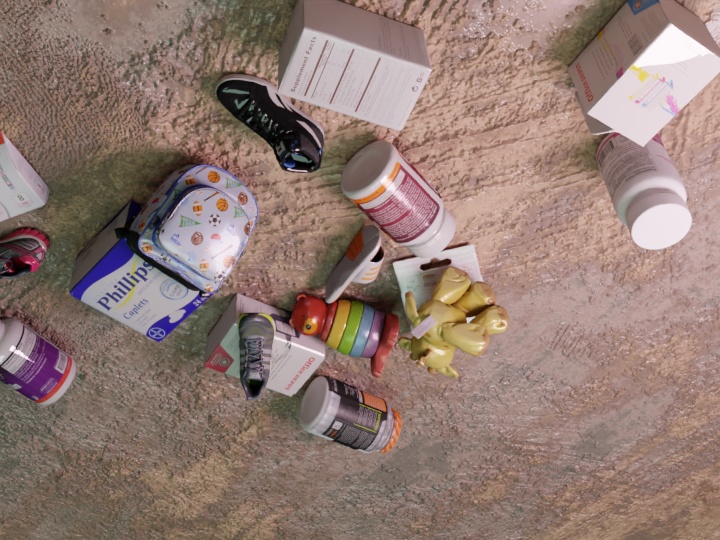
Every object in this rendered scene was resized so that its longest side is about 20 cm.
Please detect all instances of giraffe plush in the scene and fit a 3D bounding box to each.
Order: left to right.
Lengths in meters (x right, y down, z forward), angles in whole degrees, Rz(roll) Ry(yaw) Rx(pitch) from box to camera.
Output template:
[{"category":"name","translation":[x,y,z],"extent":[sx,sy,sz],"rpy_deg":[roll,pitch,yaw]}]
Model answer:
[{"category":"giraffe plush","translation":[0.155,0.118,1.664],"extent":[0.199,0.173,0.163],"rpy_deg":[-20,150,-24]}]

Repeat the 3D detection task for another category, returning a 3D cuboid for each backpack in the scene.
[{"category":"backpack","translation":[-0.265,-0.078,1.480],"extent":[0.200,0.192,0.153],"rpy_deg":[37,161,-32]}]

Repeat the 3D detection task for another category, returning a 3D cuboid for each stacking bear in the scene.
[{"category":"stacking bear","translation":[-0.037,0.107,1.736],"extent":[0.198,0.114,0.122],"rpy_deg":[18,121,-6]}]

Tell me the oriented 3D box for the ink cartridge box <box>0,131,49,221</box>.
[{"category":"ink cartridge box","translation":[-0.637,-0.164,1.475],"extent":[0.161,0.057,0.201],"rpy_deg":[-17,137,13]}]

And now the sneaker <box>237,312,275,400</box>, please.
[{"category":"sneaker","translation":[-0.193,0.159,1.676],"extent":[0.073,0.081,0.201],"rpy_deg":[-1,132,-3]}]

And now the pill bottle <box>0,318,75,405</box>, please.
[{"category":"pill bottle","translation":[-0.660,0.169,1.747],"extent":[0.112,0.113,0.200],"rpy_deg":[-28,129,22]}]

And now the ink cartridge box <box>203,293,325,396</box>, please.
[{"category":"ink cartridge box","translation":[-0.188,0.150,1.781],"extent":[0.199,0.085,0.145],"rpy_deg":[22,129,-22]}]

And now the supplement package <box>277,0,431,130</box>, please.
[{"category":"supplement package","translation":[-0.012,-0.309,1.330],"extent":[0.198,0.118,0.118],"rpy_deg":[15,132,-17]}]

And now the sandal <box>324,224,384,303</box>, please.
[{"category":"sandal","translation":[0.000,-0.006,1.657],"extent":[0.059,0.080,0.207],"rpy_deg":[17,139,-21]}]

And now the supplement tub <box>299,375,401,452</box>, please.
[{"category":"supplement tub","translation":[-0.019,0.311,1.912],"extent":[0.199,0.123,0.123],"rpy_deg":[26,127,-25]}]

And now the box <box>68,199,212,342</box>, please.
[{"category":"box","translation":[-0.385,0.006,1.615],"extent":[0.199,0.105,0.184],"rpy_deg":[33,123,-30]}]

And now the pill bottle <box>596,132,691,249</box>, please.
[{"category":"pill bottle","translation":[0.463,-0.136,1.471],"extent":[0.112,0.201,0.114],"rpy_deg":[-2,135,-2]}]

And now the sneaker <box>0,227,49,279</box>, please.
[{"category":"sneaker","translation":[-0.651,-0.015,1.598],"extent":[0.198,0.075,0.081],"rpy_deg":[-19,132,14]}]

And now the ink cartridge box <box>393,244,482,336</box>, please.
[{"category":"ink cartridge box","translation":[0.162,0.046,1.738],"extent":[0.161,0.057,0.202],"rpy_deg":[-13,113,8]}]

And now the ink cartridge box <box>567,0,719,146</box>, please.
[{"category":"ink cartridge box","translation":[0.420,-0.300,1.362],"extent":[0.124,0.129,0.200],"rpy_deg":[23,129,-24]}]

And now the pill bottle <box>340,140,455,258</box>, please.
[{"category":"pill bottle","translation":[0.068,-0.115,1.524],"extent":[0.114,0.115,0.200],"rpy_deg":[-31,128,24]}]

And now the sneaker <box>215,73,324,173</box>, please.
[{"category":"sneaker","translation":[-0.137,-0.223,1.407],"extent":[0.199,0.112,0.073],"rpy_deg":[27,126,-27]}]
